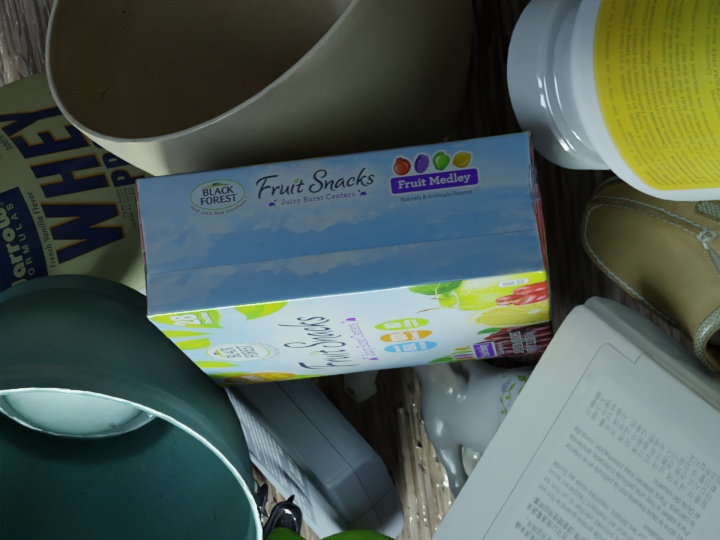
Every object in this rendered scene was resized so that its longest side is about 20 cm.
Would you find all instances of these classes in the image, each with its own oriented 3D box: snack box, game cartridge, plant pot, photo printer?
[{"bbox_3d":[0.000,0.000,1.083,0.200,0.169,0.068,69,-164,-77],"label":"snack box"},{"bbox_3d":[-0.031,0.096,1.304,0.133,0.040,0.200,51,170,15],"label":"game cartridge"},{"bbox_3d":[-0.148,0.088,1.216,0.200,0.134,0.200,0,130,0],"label":"plant pot"},{"bbox_3d":[0.109,0.136,1.039,0.166,0.069,0.200,39,104,39],"label":"photo printer"},{"bbox_3d":[-0.026,-0.106,1.116,0.200,0.200,0.134,12,157,45],"label":"plant pot"}]

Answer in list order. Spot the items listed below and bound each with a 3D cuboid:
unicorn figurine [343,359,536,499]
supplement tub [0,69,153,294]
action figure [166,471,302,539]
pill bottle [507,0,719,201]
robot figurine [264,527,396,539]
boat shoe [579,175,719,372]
[{"bbox_3d":[0.059,0.079,1.230,0.200,0.074,0.137,-4,103,40],"label":"unicorn figurine"},{"bbox_3d":[-0.200,-0.024,1.329,0.145,0.200,0.145,32,135,39],"label":"supplement tub"},{"bbox_3d":[-0.101,0.137,1.375,0.119,0.102,0.200,40,172,-14],"label":"action figure"},{"bbox_3d":[0.155,-0.084,0.959,0.200,0.112,0.112,-1,114,49],"label":"pill bottle"},{"bbox_3d":[0.017,0.204,1.177,0.200,0.175,0.116,36,102,43],"label":"robot figurine"},{"bbox_3d":[0.166,0.013,1.045,0.200,0.076,0.072,24,131,37],"label":"boat shoe"}]
